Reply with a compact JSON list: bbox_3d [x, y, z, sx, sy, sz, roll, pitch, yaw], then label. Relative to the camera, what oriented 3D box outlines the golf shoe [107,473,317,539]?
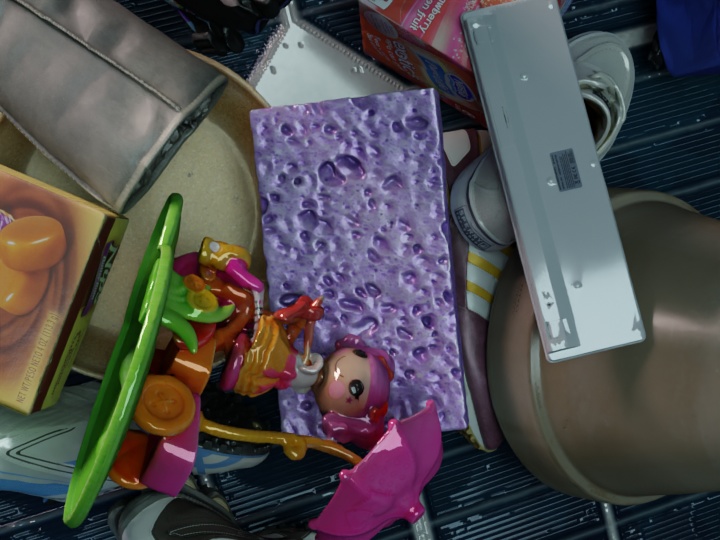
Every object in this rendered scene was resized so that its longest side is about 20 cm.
[{"bbox_3d":[-0.057,0.190,0.754,0.199,0.095,0.078,29,105,-30],"label":"golf shoe"}]

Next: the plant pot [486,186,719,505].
[{"bbox_3d":[0.203,0.049,0.762,0.199,0.173,0.202,-2,93,-34],"label":"plant pot"}]

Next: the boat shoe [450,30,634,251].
[{"bbox_3d":[0.129,-0.089,0.786,0.071,0.070,0.200,53,52,-12],"label":"boat shoe"}]

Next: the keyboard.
[{"bbox_3d":[0.105,-0.053,0.711,0.056,0.011,0.201,-12,82,-9],"label":"keyboard"}]

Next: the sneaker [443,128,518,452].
[{"bbox_3d":[0.080,0.011,0.811,0.089,0.075,0.201,-15,96,-9],"label":"sneaker"}]

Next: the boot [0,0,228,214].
[{"bbox_3d":[-0.160,-0.156,0.720,0.199,0.073,0.183,32,88,9],"label":"boot"}]

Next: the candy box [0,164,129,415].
[{"bbox_3d":[-0.243,-0.014,0.711,0.199,0.056,0.117,22,92,4],"label":"candy box"}]

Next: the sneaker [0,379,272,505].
[{"bbox_3d":[-0.151,0.103,0.768,0.199,0.072,0.073,3,123,-20],"label":"sneaker"}]

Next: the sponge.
[{"bbox_3d":[0.000,0.000,0.760,0.111,0.030,0.202,-5,93,7],"label":"sponge"}]

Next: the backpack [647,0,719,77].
[{"bbox_3d":[0.281,-0.234,0.807,0.161,0.168,0.202,-7,92,-25],"label":"backpack"}]

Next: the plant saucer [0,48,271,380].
[{"bbox_3d":[-0.132,-0.034,0.777,0.199,0.035,0.202,0,92,-14],"label":"plant saucer"}]

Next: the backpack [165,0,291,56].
[{"bbox_3d":[-0.097,-0.217,0.631,0.200,0.183,0.135,36,85,-11],"label":"backpack"}]

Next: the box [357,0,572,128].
[{"bbox_3d":[0.092,-0.201,0.784,0.099,0.095,0.201,32,84,8],"label":"box"}]

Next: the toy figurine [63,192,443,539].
[{"bbox_3d":[-0.043,0.069,0.700,0.183,0.150,0.201,20,45,-13],"label":"toy figurine"}]
